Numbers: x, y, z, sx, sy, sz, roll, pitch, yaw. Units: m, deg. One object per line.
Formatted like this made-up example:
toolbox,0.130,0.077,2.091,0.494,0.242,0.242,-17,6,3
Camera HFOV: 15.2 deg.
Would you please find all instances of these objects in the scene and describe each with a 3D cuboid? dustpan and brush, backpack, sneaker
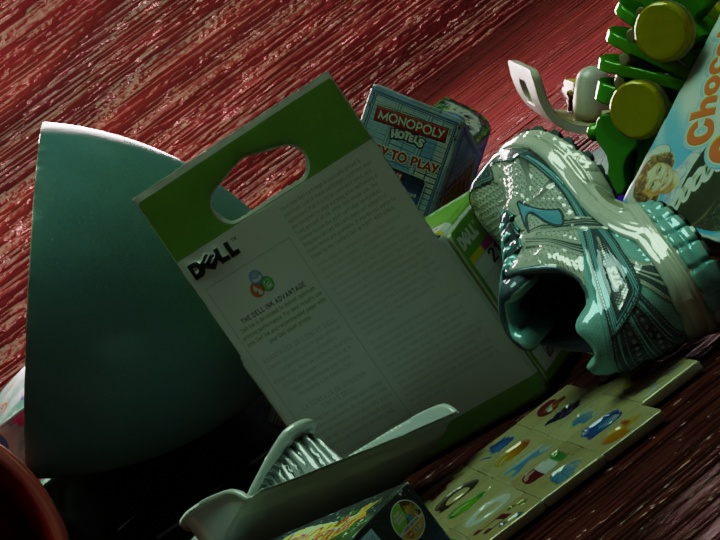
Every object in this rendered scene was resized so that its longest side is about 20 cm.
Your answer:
dustpan and brush,-0.049,0.123,1.367,0.139,0.057,0.200,-19,-26,-36
backpack,-0.146,0.103,1.700,0.177,0.151,0.200,-39,2,-5
sneaker,0.093,-0.008,1.306,0.086,0.078,0.200,-32,27,-14

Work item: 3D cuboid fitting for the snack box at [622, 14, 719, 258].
snack box,0.211,-0.099,1.292,0.116,0.037,0.201,21,82,60

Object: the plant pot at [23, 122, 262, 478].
plant pot,-0.117,0.019,1.527,0.134,0.201,0.200,2,5,-4

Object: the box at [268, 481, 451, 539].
box,-0.062,0.171,1.211,0.137,0.038,0.200,-44,9,-38

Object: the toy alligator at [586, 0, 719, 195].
toy alligator,0.140,-0.082,1.370,0.059,0.054,0.201,-16,-53,-56

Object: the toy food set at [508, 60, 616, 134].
toy food set,0.191,-0.117,1.591,0.199,0.061,0.144,-2,7,-3

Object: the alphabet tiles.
alphabet tiles,0.066,0.099,1.249,0.200,0.006,0.166,-37,7,-8

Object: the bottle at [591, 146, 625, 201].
bottle,0.162,-0.044,1.497,0.200,0.065,0.084,-30,22,38

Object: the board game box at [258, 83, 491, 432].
board game box,0.028,-0.021,1.569,0.200,0.061,0.201,-40,-30,-60

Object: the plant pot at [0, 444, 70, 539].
plant pot,-0.254,0.184,1.525,0.200,0.201,0.177,-36,-1,-6

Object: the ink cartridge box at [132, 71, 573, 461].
ink cartridge box,0.000,0.000,1.426,0.147,0.200,0.076,-31,8,30
